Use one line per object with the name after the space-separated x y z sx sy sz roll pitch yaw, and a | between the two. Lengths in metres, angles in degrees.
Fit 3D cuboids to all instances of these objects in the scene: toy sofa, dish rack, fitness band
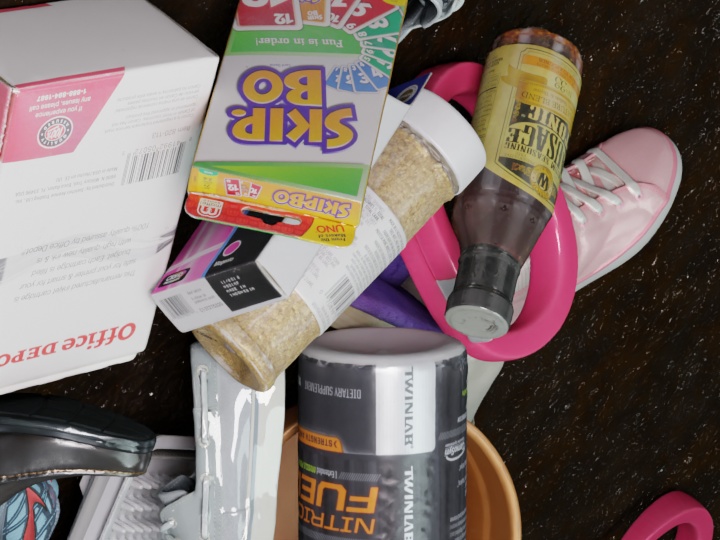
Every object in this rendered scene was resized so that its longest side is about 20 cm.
0.000 0.000 1.758 0.098 0.083 0.200 -54 146 7 | toy sofa
-0.158 0.191 1.735 0.201 0.043 0.172 -67 162 3 | dish rack
0.238 0.276 2.339 0.143 0.037 0.201 -25 139 -37 | fitness band
0.078 -0.036 1.754 0.144 0.037 0.201 -52 125 -44 | fitness band

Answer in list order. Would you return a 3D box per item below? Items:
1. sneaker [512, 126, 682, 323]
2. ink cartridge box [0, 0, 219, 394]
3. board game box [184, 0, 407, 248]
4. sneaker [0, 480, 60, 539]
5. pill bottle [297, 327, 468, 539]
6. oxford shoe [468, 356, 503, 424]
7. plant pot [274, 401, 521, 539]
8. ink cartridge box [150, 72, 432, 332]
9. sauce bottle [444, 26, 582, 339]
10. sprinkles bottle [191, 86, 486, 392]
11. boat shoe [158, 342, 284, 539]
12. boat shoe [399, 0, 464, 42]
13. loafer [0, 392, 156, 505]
0.140 -0.040 1.889 0.200 0.075 0.105 -41 150 -8 | sneaker
-0.176 -0.042 1.513 0.146 0.083 0.201 -14 131 -42 | ink cartridge box
-0.034 -0.097 1.520 0.030 0.095 0.201 101 1 -49 | board game box
-0.228 0.137 1.647 0.096 0.079 0.201 -44 154 -36 | sneaker
0.014 0.142 1.678 0.106 0.106 0.201 -10 103 -44 | pill bottle
0.046 0.125 1.920 0.075 0.058 0.200 11 125 -46 | oxford shoe
-0.010 0.164 1.804 0.199 0.140 0.201 -3 101 -17 | plant pot
-0.038 -0.050 1.578 0.037 0.094 0.200 51 48 -20 | ink cartridge box
0.092 -0.053 1.681 0.066 0.066 0.201 57 39 -55 | sauce bottle
-0.013 -0.020 1.615 0.200 0.068 0.068 -46 146 -16 | sprinkles bottle
-0.088 0.138 1.665 0.071 0.070 0.202 5 98 -3 | boat shoe
0.026 -0.170 1.638 0.201 0.071 0.070 -41 145 -14 | boat shoe
-0.213 0.107 1.526 0.073 0.199 0.073 -46 140 -82 | loafer
